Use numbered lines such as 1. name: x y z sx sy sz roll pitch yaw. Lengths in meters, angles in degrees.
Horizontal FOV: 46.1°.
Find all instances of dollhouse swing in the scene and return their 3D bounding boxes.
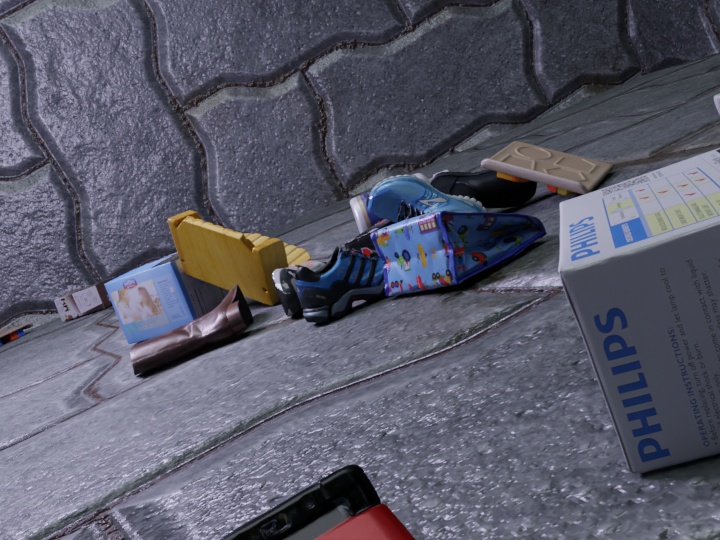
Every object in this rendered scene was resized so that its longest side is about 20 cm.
1. dollhouse swing: -0.201 -0.056 1.527 0.197 0.184 0.176 18 48 25

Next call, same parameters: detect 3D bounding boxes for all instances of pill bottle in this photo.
1. pill bottle: 0.088 -0.118 1.614 0.197 0.113 0.111 -21 9 -1

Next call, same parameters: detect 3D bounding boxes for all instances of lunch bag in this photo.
1. lunch bag: 0.140 -0.039 1.141 0.198 0.096 0.150 -16 1 -36

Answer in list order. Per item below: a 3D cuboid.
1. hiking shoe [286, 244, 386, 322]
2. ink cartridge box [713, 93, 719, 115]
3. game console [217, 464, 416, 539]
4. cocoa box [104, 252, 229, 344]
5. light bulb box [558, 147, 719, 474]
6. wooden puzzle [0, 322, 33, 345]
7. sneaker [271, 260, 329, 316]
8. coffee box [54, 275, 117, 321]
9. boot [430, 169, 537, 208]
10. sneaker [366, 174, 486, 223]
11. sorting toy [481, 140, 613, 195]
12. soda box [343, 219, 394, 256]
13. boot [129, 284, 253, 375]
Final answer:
1. hiking shoe: 0.000 0.000 1.186 0.198 0.088 0.074 -25 10 -24
2. ink cartridge box: 0.777 -0.341 1.540 0.197 0.051 0.161 -25 9 -12
3. game console: -0.059 0.193 0.389 0.198 0.120 0.173 -24 -22 -23
4. cocoa box: -0.370 0.045 1.642 0.198 0.135 0.131 -15 11 33
5. light bulb box: 0.231 0.001 0.505 0.197 0.127 0.198 -19 9 18
6. wooden puzzle: -1.235 0.236 2.867 0.183 0.047 0.199 -14 6 37
7. sneaker: -0.085 0.017 1.341 0.079 0.075 0.200 -17 10 10
8. coffee box: -0.876 0.092 2.743 0.197 0.081 0.113 -17 9 29
9. boot: 0.199 -0.112 1.452 0.196 0.078 0.169 2 31 15
10. sneaker: 0.105 -0.091 1.325 0.196 0.080 0.090 12 28 0
11. sorting toy: 0.318 -0.171 1.436 0.183 0.037 0.199 19 24 24
12. soda box: 0.051 -0.049 1.410 0.063 0.072 0.200 -21 7 30
13. boot: -0.274 0.099 1.359 0.197 0.065 0.186 -26 7 0
